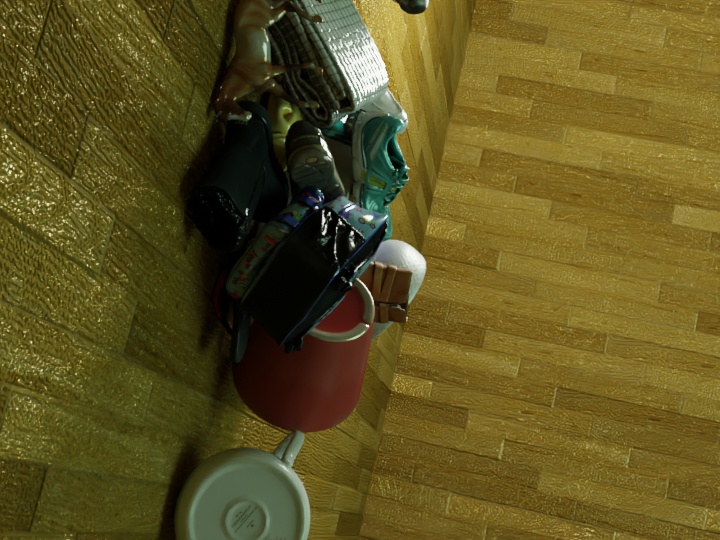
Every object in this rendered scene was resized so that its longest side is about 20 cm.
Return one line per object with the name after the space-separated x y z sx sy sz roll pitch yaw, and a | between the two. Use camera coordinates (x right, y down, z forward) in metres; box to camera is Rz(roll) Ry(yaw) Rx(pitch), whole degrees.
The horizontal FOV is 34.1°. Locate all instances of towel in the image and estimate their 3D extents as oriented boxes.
-0.055 -0.295 1.539 0.202 0.085 0.166 61 26 -6 | towel

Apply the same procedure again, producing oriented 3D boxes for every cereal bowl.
0.007 0.026 1.885 0.200 0.083 0.201 -40 -159 19 | cereal bowl

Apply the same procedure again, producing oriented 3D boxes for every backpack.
-0.058 -0.022 1.530 0.183 0.134 0.200 -50 179 41 | backpack

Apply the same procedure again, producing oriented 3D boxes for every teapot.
-0.163 0.330 1.607 0.146 0.197 0.200 164 -79 -78 | teapot

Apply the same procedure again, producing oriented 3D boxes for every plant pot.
-0.070 0.099 1.673 0.201 0.198 0.178 -68 180 -46 | plant pot

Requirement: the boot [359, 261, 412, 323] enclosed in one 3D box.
0.000 0.000 1.728 0.077 0.153 0.202 -71 164 -55 | boot

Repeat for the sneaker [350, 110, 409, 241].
0.031 -0.130 1.691 0.078 0.079 0.202 -56 148 -56 | sneaker

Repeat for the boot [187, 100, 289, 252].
-0.151 -0.085 1.455 0.201 0.075 0.169 85 18 -50 | boot

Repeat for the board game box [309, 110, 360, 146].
-0.045 -0.288 1.685 0.135 0.028 0.203 8 71 -66 | board game box

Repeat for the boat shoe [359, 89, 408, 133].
-0.003 -0.283 1.767 0.073 0.199 0.067 -29 150 -46 | boat shoe

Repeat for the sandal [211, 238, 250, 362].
-0.175 0.023 1.572 0.075 0.044 0.203 64 24 -83 | sandal

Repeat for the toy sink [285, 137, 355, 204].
-0.057 -0.147 1.779 0.113 0.129 0.201 91 14 -49 | toy sink

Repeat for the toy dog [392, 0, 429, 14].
0.016 -0.430 1.666 0.195 0.197 0.141 88 17 -51 | toy dog

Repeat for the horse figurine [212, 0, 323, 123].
-0.110 -0.275 1.413 0.050 0.131 0.203 -152 -116 -80 | horse figurine

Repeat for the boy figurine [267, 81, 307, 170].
-0.099 -0.192 1.640 0.125 0.064 0.201 62 35 -34 | boy figurine

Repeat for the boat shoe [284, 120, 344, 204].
-0.062 -0.136 1.551 0.200 0.073 0.074 94 -14 -70 | boat shoe

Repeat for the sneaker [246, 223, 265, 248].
-0.133 -0.023 1.710 0.091 0.078 0.200 -63 176 31 | sneaker
